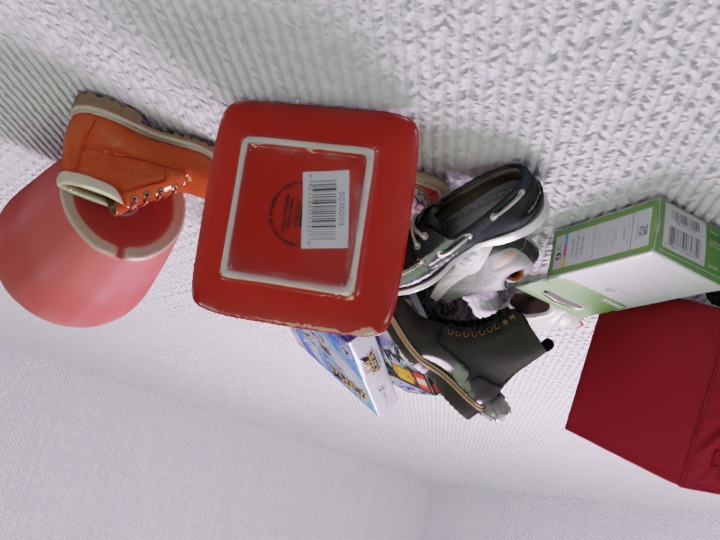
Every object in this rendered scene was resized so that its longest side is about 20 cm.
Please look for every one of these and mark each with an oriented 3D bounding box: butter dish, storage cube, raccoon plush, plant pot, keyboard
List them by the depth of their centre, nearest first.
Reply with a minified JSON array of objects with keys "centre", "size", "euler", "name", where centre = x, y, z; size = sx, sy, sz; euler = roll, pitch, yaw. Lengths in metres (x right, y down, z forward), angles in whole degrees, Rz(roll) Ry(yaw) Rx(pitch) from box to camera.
[{"centre":[-0.039,-0.044,0.767],"size":[0.197,0.203,0.148],"euler":[8,176,15],"name":"butter dish"},{"centre":[0.366,0.131,0.876],"size":[0.169,0.182,0.199],"euler":[16,-179,-28],"name":"storage cube"},{"centre":[-0.300,-0.050,0.914],"size":[0.199,0.203,0.177],"euler":[24,149,-28],"name":"plant pot"},{"centre":[0.133,0.078,1.011],"size":[0.200,0.096,0.135],"euler":[43,162,40],"name":"raccoon plush"},{"centre":[0.180,0.056,1.140],"size":[0.056,0.011,0.200],"euler":[5,160,22],"name":"keyboard"}]

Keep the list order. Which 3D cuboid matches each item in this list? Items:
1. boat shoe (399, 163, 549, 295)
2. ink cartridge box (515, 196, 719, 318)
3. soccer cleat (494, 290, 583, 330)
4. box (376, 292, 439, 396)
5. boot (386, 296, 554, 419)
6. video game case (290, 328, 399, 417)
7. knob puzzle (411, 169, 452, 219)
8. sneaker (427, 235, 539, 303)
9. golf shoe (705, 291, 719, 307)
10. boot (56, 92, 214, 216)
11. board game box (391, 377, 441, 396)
[{"centre":[0.083,-0.042,0.774],"size":[0.199,0.076,0.060],"euler":[-30,137,15],"name":"boat shoe"},{"centre":[0.267,-0.007,0.830],"size":[0.103,0.060,0.199],"euler":[22,159,-23],"name":"ink cartridge box"},{"centre":[0.211,0.060,1.056],"size":[0.077,0.070,0.199],"euler":[27,150,-23],"name":"soccer cleat"},{"centre":[0.037,0.080,1.064],"size":[0.199,0.040,0.138],"euler":[12,132,64],"name":"box"},{"centre":[0.118,0.064,0.923],"size":[0.138,0.078,0.200],"euler":[-39,118,11],"name":"boot"},{"centre":[-0.042,0.093,1.125],"size":[0.199,0.045,0.182],"euler":[36,159,39],"name":"video game case"},{"centre":[0.014,-0.047,0.853],"size":[0.217,0.031,0.221],"euler":[12,142,9],"name":"knob puzzle"},{"centre":[0.134,0.001,0.900],"size":[0.079,0.075,0.200],"euler":[29,159,-3],"name":"sneaker"},{"centre":[0.447,0.019,0.775],"size":[0.199,0.079,0.094],"euler":[9,167,46],"name":"golf shoe"},{"centre":[-0.218,-0.095,0.839],"size":[0.198,0.109,0.075],"euler":[21,158,-25],"name":"boot"},{"centre":[0.150,0.223,1.598],"size":[0.198,0.029,0.134],"euler":[-1,155,36],"name":"board game box"}]
